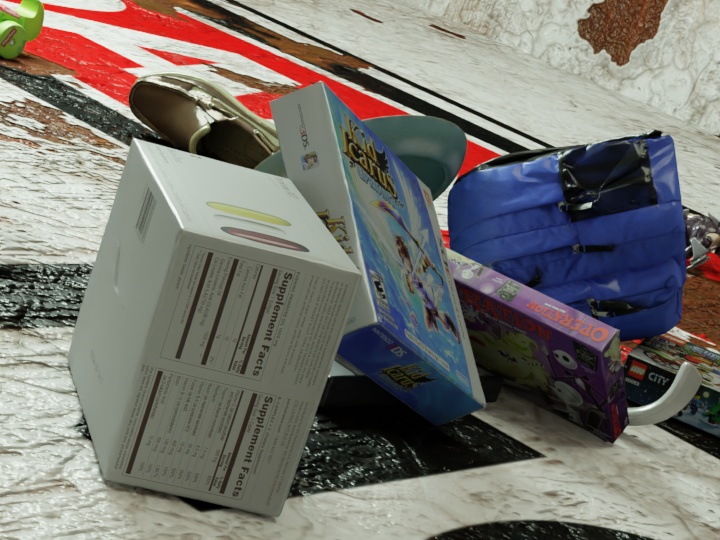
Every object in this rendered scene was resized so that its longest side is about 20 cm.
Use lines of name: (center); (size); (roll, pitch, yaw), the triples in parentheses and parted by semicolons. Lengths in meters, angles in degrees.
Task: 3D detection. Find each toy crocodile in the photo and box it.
toy crocodile: (-0.413, -0.266, 2.149); (0.067, 0.062, 0.200); (30, 18, 38)

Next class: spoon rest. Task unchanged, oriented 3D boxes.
spoon rest: (0.165, 0.076, 1.613); (0.199, 0.061, 0.099); (17, -12, 29)

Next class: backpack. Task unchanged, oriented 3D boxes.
backpack: (0.175, -0.021, 1.736); (0.199, 0.168, 0.163); (-6, -24, 7)

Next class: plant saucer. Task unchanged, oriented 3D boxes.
plant saucer: (-0.004, -0.071, 1.708); (0.200, 0.200, 0.028); (6, 61, -44)

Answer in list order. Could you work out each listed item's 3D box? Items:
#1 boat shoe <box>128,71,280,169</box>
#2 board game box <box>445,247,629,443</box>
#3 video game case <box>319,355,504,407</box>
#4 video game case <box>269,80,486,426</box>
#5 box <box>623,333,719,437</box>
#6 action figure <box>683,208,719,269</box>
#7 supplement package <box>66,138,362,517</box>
boat shoe: (-0.146, -0.138, 1.994); (0.202, 0.075, 0.075); (24, 20, 17)
board game box: (0.111, 0.048, 1.553); (0.200, 0.120, 0.032); (26, 57, 30)
video game case: (-0.020, 0.051, 1.522); (0.181, 0.026, 0.200); (30, 17, 38)
video game case: (0.014, -0.008, 1.395); (0.200, 0.045, 0.182); (40, 32, -60)
box: (0.322, 0.112, 1.721); (0.199, 0.038, 0.137); (23, 14, 13)
action figure: (0.348, -0.050, 2.340); (0.199, 0.070, 0.130); (21, 6, -10)
supplement package: (-0.094, 0.029, 1.232); (0.111, 0.156, 0.200); (14, 14, -19)
